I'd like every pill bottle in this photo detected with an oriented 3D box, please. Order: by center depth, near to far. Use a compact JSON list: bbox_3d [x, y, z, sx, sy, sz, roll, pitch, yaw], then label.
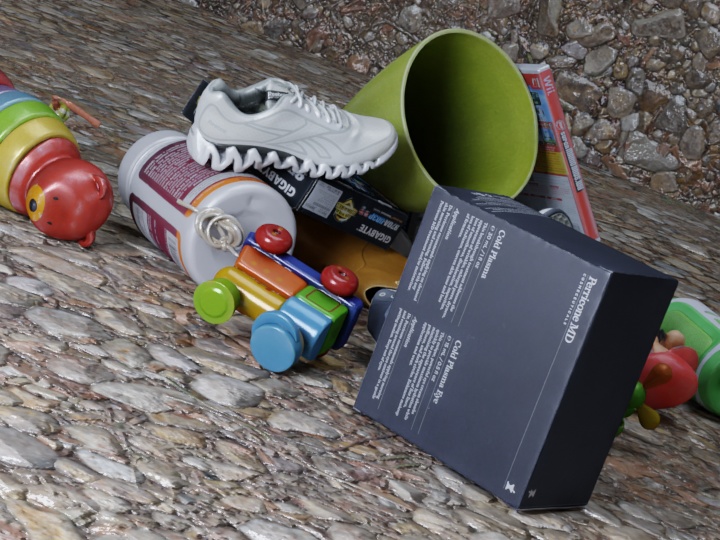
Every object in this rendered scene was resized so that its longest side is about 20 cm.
[{"bbox_3d":[-0.153,-0.060,1.664,0.114,0.114,0.200,12,15,-34],"label":"pill bottle"}]

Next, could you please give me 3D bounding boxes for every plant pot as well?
[{"bbox_3d":[0.052,-0.138,1.828,0.187,0.187,0.200,11,-16,-37],"label":"plant pot"}]

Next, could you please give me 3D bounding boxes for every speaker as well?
[{"bbox_3d":[0.377,0.093,1.901,0.088,0.089,0.200,17,12,-14],"label":"speaker"}]

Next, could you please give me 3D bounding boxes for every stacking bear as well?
[{"bbox_3d":[-0.312,-0.100,1.625,0.200,0.122,0.114,37,26,28],"label":"stacking bear"}]

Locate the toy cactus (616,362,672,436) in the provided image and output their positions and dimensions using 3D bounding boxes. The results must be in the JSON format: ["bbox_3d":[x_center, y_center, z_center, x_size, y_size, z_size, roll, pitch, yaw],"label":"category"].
[{"bbox_3d":[0.190,0.080,1.578,0.200,0.102,0.165,8,37,-49],"label":"toy cactus"}]

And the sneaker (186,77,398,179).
[{"bbox_3d":[-0.058,-0.134,1.606,0.200,0.081,0.075,1,34,-17],"label":"sneaker"}]

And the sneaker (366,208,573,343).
[{"bbox_3d":[0.093,0.017,1.561,0.146,0.202,0.077,9,-36,47],"label":"sneaker"}]

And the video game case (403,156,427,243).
[{"bbox_3d":[-0.018,-0.098,1.982,0.200,0.143,0.018,24,30,18],"label":"video game case"}]

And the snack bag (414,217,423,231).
[{"bbox_3d":[0.159,-0.032,1.822,0.188,0.021,0.200,11,1,-6],"label":"snack bag"}]

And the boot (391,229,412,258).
[{"bbox_3d":[-0.033,-0.057,1.934,0.200,0.073,0.090,20,18,4],"label":"boot"}]

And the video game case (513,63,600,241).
[{"bbox_3d":[0.190,-0.127,1.873,0.017,0.200,0.143,-25,17,-20],"label":"video game case"}]

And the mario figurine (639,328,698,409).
[{"bbox_3d":[0.281,0.065,1.788,0.123,0.106,0.200,11,23,-44],"label":"mario figurine"}]

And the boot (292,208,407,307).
[{"bbox_3d":[0.000,0.001,1.745,0.201,0.071,0.144,23,12,-5],"label":"boot"}]

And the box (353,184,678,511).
[{"bbox_3d":[0.119,0.060,1.367,0.182,0.200,0.104,30,15,38],"label":"box"}]

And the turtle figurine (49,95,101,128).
[{"bbox_3d":[-0.390,-0.171,1.893,0.200,0.064,0.161,7,8,-16],"label":"turtle figurine"}]

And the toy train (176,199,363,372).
[{"bbox_3d":[-0.107,0.010,1.484,0.200,0.085,0.116,32,28,13],"label":"toy train"}]

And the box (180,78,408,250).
[{"bbox_3d":[-0.066,-0.106,1.740,0.200,0.046,0.159,40,10,36],"label":"box"}]
